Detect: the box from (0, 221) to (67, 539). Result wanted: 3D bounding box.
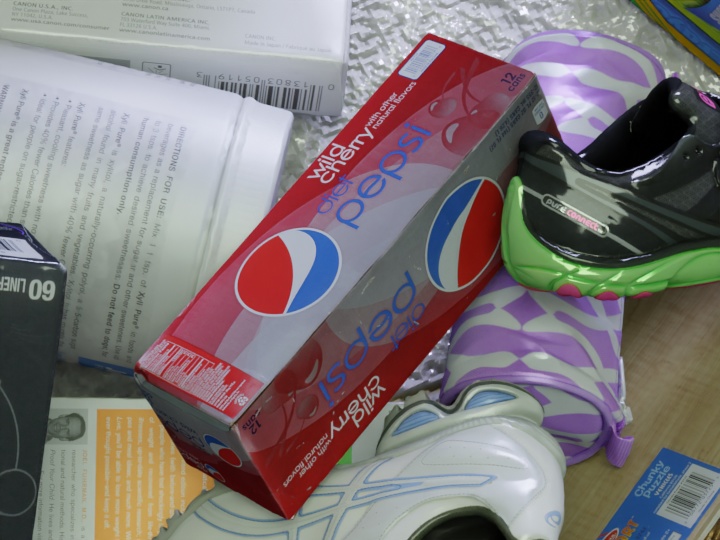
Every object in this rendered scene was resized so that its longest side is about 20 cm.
[{"bbox_3d":[-0.191,0.080,0.953,0.122,0.106,0.200,6,98,-17],"label":"box"}]

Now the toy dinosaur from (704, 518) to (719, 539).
[{"bbox_3d":[0.184,0.090,1.092,0.060,0.200,0.106,25,116,-4],"label":"toy dinosaur"}]

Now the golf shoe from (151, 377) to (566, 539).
[{"bbox_3d":[-0.009,0.119,1.000,0.200,0.097,0.078,-29,122,14],"label":"golf shoe"}]

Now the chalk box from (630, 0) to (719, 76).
[{"bbox_3d":[0.220,-0.145,1.132,0.200,0.124,0.125,40,77,5],"label":"chalk box"}]

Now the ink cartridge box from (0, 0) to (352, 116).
[{"bbox_3d":[-0.081,-0.172,1.163,0.161,0.050,0.200,5,58,-3],"label":"ink cartridge box"}]

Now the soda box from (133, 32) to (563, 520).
[{"bbox_3d":[0.000,0.000,1.011,0.063,0.070,0.200,26,65,37],"label":"soda box"}]

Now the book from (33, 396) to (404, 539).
[{"bbox_3d":[-0.081,0.123,1.083,0.200,0.048,0.134,2,80,-4],"label":"book"}]

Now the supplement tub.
[{"bbox_3d":[-0.139,-0.030,1.070,0.200,0.132,0.132,14,76,-1],"label":"supplement tub"}]

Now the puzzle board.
[{"bbox_3d":[0.126,0.062,1.075,0.017,0.151,0.200,46,74,-32],"label":"puzzle board"}]

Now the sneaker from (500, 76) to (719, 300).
[{"bbox_3d":[0.151,-0.040,1.025,0.200,0.077,0.084,-10,103,-25],"label":"sneaker"}]

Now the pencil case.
[{"bbox_3d":[0.089,-0.010,1.088,0.085,0.084,0.200,7,61,6],"label":"pencil case"}]
